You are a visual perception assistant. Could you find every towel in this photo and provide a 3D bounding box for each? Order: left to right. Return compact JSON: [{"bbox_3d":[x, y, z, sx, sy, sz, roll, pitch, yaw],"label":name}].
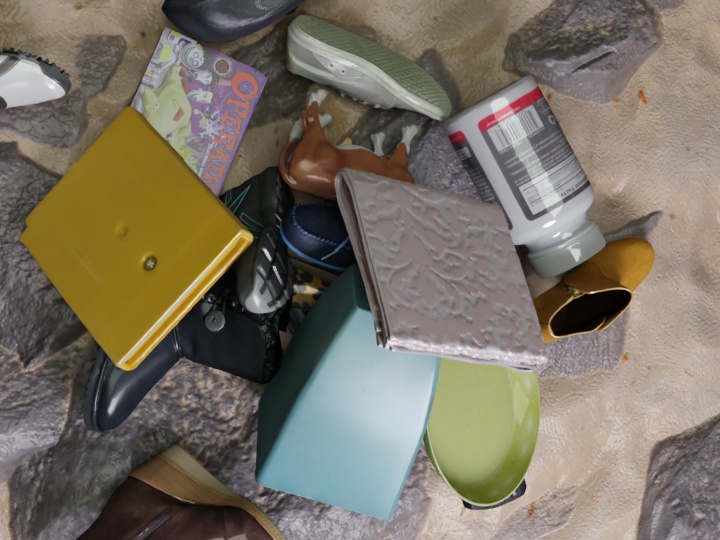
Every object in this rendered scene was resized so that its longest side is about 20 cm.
[{"bbox_3d":[0.077,0.000,1.066,0.199,0.032,0.192,11,52,-36],"label":"towel"}]

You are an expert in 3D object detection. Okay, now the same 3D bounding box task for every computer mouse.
[{"bbox_3d":[-0.101,-0.269,1.160,0.199,0.139,0.053,-13,109,-5],"label":"computer mouse"}]

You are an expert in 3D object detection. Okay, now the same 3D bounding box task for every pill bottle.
[{"bbox_3d":[0.181,-0.097,1.218,0.110,0.111,0.200,-30,96,-13],"label":"pill bottle"}]

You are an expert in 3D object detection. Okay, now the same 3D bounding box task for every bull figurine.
[{"bbox_3d":[0.006,-0.103,1.186,0.199,0.065,0.122,20,63,-32],"label":"bull figurine"}]

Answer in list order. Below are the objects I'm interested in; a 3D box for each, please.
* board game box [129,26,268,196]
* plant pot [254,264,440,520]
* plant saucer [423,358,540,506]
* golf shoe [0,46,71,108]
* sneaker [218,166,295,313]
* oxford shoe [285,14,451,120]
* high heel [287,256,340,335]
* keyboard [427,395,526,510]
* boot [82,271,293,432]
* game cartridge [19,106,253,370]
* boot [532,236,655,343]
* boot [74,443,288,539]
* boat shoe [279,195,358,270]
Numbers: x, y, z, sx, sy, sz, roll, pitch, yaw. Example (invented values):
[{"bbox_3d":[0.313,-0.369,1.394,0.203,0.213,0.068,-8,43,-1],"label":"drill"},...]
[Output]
[{"bbox_3d":[-0.188,-0.135,1.174,0.120,0.032,0.201,23,83,-16],"label":"board game box"},{"bbox_3d":[-0.002,0.107,1.112,0.141,0.141,0.201,18,114,-13],"label":"plant pot"},{"bbox_3d":[0.121,0.144,1.192,0.200,0.031,0.201,7,80,-46],"label":"plant saucer"},{"bbox_3d":[-0.380,-0.164,1.097,0.199,0.078,0.095,1,73,-4],"label":"golf shoe"},{"bbox_3d":[-0.109,-0.024,1.122,0.079,0.200,0.076,-13,126,10],"label":"sneaker"},{"bbox_3d":[0.006,-0.206,1.210,0.199,0.075,0.058,21,125,-20],"label":"oxford shoe"},{"bbox_3d":[0.000,0.000,1.189,0.200,0.071,0.143,-33,102,-3],"label":"high heel"},{"bbox_3d":[0.115,0.166,1.232,0.104,0.040,0.201,-19,92,-14],"label":"keyboard"},{"bbox_3d":[-0.167,0.084,1.125,0.168,0.076,0.201,18,78,7],"label":"boot"},{"bbox_3d":[-0.221,-0.034,1.093,0.176,0.032,0.200,-46,62,5],"label":"game cartridge"},{"bbox_3d":[0.263,0.023,1.218,0.201,0.144,0.071,-28,96,-13],"label":"boot"},{"bbox_3d":[-0.175,0.284,1.113,0.200,0.072,0.166,36,64,18],"label":"boot"},{"bbox_3d":[0.017,-0.044,1.129,0.199,0.069,0.084,4,54,-32],"label":"boat shoe"}]
